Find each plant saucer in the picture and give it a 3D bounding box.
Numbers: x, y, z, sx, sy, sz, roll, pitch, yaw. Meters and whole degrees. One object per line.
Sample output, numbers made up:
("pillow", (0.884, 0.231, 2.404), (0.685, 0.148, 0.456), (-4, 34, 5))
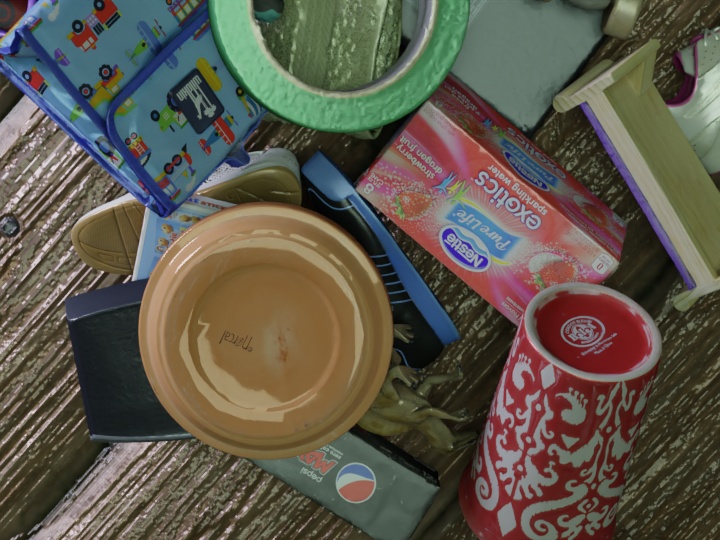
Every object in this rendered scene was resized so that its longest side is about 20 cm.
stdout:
("plant saucer", (-0.073, 0.049, 1.231), (0.198, 0.032, 0.203), (0, 100, 1))

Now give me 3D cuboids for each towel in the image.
("towel", (-0.033, -0.214, 1.292), (0.147, 0.036, 0.203), (11, 98, 25))

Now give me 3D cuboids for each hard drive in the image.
("hard drive", (0.101, -0.221, 1.317), (0.199, 0.033, 0.140), (38, 94, -3))
("hard drive", (-0.132, 0.070, 1.275), (0.197, 0.042, 0.137), (-8, 101, 4))

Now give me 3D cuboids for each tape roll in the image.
("tape roll", (-0.017, -0.207, 1.221), (0.198, 0.048, 0.203), (-2, 97, -12))

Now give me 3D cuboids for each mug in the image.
("mug", (0.163, 0.105, 1.265), (0.132, 0.178, 0.201), (15, 132, 6))

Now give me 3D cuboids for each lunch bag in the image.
("lunch bag", (-0.161, -0.151, 1.243), (0.200, 0.094, 0.151), (47, 65, -17))

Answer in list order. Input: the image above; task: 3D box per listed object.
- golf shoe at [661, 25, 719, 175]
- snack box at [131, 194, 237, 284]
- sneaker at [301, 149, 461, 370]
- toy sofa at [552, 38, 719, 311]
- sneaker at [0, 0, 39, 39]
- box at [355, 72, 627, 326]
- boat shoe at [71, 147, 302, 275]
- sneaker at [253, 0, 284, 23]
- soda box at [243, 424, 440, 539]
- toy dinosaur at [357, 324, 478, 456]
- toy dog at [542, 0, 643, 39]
("golf shoe", (0.311, -0.180, 1.301), (0.091, 0.075, 0.201), (31, 94, 1))
("snack box", (-0.155, 0.031, 1.309), (0.071, 0.024, 0.202), (14, 117, -3))
("sneaker", (0.000, 0.000, 1.312), (0.078, 0.070, 0.201), (-35, 102, 3))
("toy sofa", (0.234, -0.073, 1.282), (0.097, 0.083, 0.201), (-26, 98, 48))
("sneaker", (-0.239, -0.193, 1.297), (0.197, 0.083, 0.082), (9, 96, -1))
("box", (0.107, -0.050, 1.290), (0.200, 0.095, 0.103), (40, 115, -4))
("boat shoe", (-0.140, -0.052, 1.320), (0.198, 0.070, 0.071), (-14, 121, 10))
("sneaker", (-0.092, -0.296, 1.262), (0.090, 0.077, 0.202), (-23, 80, 19))
("soda box", (-0.033, 0.151, 1.337), (0.199, 0.063, 0.071), (32, 96, -2))
("toy dinosaur", (0.016, 0.095, 1.295), (0.199, 0.058, 0.101), (30, 132, -8))
("toy dog", (0.198, -0.287, 1.258), (0.130, 0.096, 0.203), (-1, 84, -9))
